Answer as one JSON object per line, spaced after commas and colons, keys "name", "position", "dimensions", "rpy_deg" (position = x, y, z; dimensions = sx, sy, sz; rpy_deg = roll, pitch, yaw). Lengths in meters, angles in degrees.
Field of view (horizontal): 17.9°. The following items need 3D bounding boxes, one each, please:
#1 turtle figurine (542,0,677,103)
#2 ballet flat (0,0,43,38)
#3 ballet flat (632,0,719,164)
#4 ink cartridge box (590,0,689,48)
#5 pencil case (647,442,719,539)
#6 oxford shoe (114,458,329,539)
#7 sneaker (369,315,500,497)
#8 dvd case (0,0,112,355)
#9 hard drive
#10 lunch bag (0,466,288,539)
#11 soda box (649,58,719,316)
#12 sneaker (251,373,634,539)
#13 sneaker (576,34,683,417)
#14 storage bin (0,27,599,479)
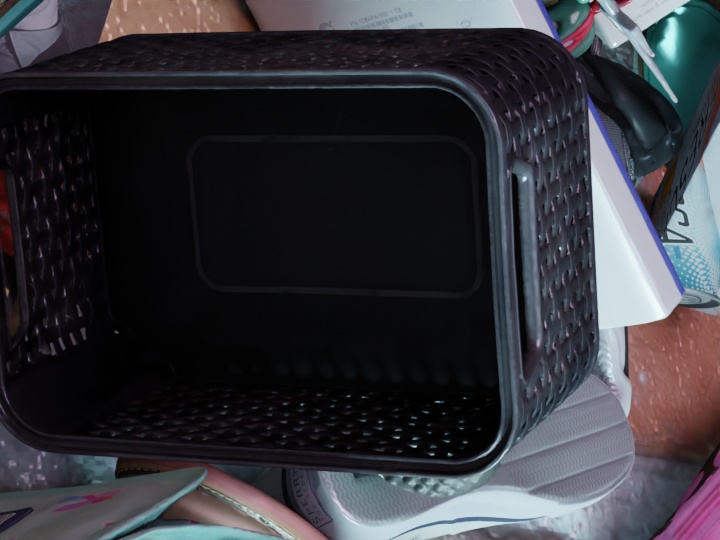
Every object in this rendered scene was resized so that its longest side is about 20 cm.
{"name": "turtle figurine", "position": [0.044, -0.137, 0.979], "dimensions": [0.200, 0.150, 0.101], "rpy_deg": [46, 39, -18]}
{"name": "ballet flat", "position": [-0.118, -0.129, 0.816], "dimensions": [0.200, 0.074, 0.074], "rpy_deg": [-47, 116, -48]}
{"name": "ballet flat", "position": [0.196, -0.071, 1.202], "dimensions": [0.200, 0.069, 0.071], "rpy_deg": [62, 25, -24]}
{"name": "ink cartridge box", "position": [0.082, -0.213, 1.054], "dimensions": [0.200, 0.067, 0.117], "rpy_deg": [57, 3, -23]}
{"name": "pencil case", "position": [0.186, 0.128, 1.120], "dimensions": [0.200, 0.091, 0.094], "rpy_deg": [-42, 148, -47]}
{"name": "oxford shoe", "position": [-0.035, 0.149, 0.874], "dimensions": [0.200, 0.070, 0.075], "rpy_deg": [51, 53, -27]}
{"name": "sneaker", "position": [0.000, 0.000, 0.900], "dimensions": [0.200, 0.074, 0.080], "rpy_deg": [56, 27, 18]}
{"name": "dvd case", "position": [-0.159, -0.086, 0.822], "dimensions": [0.146, 0.022, 0.200], "rpy_deg": [37, 56, -38]}
{"name": "hard drive", "position": [0.039, -0.061, 0.957], "dimensions": [0.025, 0.132, 0.200], "rpy_deg": [-46, 116, -41]}
{"name": "lunch bag", "position": [-0.094, 0.130, 0.730], "dimensions": [0.200, 0.170, 0.122], "rpy_deg": [28, 62, -46]}
{"name": "soda box", "position": [0.188, -0.050, 1.085], "dimensions": [0.068, 0.200, 0.064], "rpy_deg": [15, 61, 1]}
{"name": "sneaker", "position": [0.032, 0.079, 0.964], "dimensions": [0.200, 0.071, 0.073], "rpy_deg": [-2, 73, -43]}
{"name": "sneaker", "position": [0.109, -0.024, 1.072], "dimensions": [0.114, 0.075, 0.200], "rpy_deg": [-13, 88, -47]}
{"name": "storage bin", "position": [-0.027, -0.010, 0.794], "dimensions": [0.094, 0.200, 0.135], "rpy_deg": [-31, 120, -62]}
